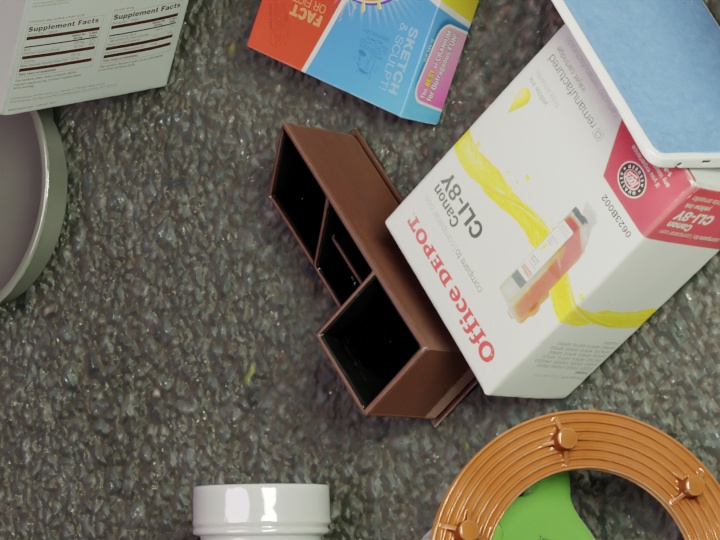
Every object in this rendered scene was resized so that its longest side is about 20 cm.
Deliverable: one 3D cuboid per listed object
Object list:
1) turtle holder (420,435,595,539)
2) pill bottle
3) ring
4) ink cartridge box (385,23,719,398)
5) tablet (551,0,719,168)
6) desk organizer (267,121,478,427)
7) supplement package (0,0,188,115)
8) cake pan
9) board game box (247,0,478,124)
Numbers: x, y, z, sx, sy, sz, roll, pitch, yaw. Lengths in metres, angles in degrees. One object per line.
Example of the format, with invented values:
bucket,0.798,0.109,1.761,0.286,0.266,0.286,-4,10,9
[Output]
turtle holder,0.076,0.198,1.674,0.132,0.140,0.187,-22,81,56
pill bottle,-0.065,0.240,1.797,0.119,0.119,0.201,-6,82,39
ring,0.135,0.179,1.602,0.019,0.199,0.202,138,126,-70
ink cartridge box,0.128,-0.036,1.682,0.200,0.083,0.146,-47,58,30
tablet,0.168,-0.141,1.635,0.014,0.130,0.201,-51,56,38
desk organizer,0.000,0.000,1.795,0.072,0.077,0.200,-47,58,26
supplement package,-0.220,-0.251,1.926,0.191,0.147,0.201,45,133,33
cake pan,-0.291,-0.059,2.070,0.199,0.037,0.202,-4,83,40
board game box,0.019,-0.216,1.825,0.153,0.040,0.201,26,102,39
